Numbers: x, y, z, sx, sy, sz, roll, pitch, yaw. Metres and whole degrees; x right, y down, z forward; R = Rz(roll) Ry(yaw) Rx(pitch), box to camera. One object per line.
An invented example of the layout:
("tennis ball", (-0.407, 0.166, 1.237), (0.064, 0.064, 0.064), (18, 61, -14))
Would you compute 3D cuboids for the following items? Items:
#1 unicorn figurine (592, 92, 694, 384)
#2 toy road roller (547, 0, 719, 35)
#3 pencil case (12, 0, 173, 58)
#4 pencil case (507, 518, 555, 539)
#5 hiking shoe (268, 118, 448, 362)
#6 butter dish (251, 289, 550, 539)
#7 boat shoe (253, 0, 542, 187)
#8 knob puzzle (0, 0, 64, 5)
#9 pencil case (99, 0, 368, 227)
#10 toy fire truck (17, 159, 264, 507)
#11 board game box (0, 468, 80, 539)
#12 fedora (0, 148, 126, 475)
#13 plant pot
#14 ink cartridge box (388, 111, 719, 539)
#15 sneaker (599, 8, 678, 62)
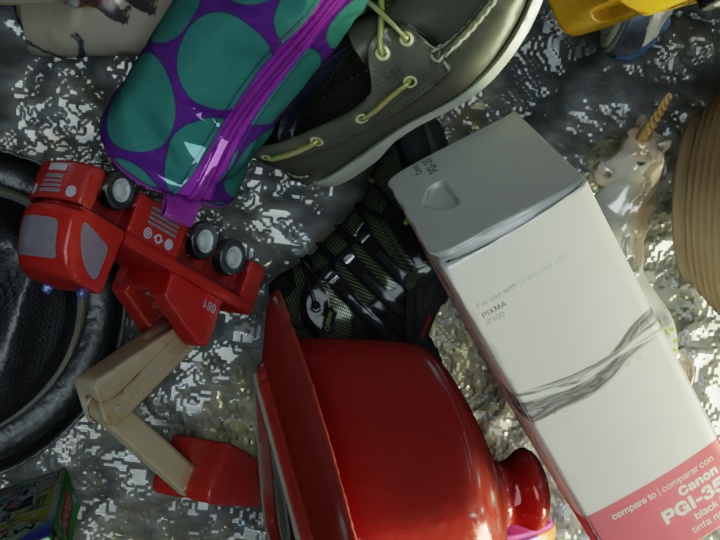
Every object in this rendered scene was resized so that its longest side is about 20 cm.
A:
("unicorn figurine", (0.138, 0.004, 0.915), (0.137, 0.074, 0.201), (-28, 116, -4))
("toy road roller", (0.172, -0.191, 0.801), (0.200, 0.146, 0.124), (-21, 91, -46))
("pencil case", (-0.100, -0.165, 0.852), (0.199, 0.078, 0.090), (-6, 109, -6))
("pencil case", (0.074, 0.239, 0.927), (0.088, 0.088, 0.201), (1, 95, -7))
("hiking shoe", (0.000, 0.000, 0.888), (0.100, 0.076, 0.201), (4, 98, -11))
("butter dish", (0.028, 0.128, 0.822), (0.147, 0.200, 0.201), (-11, 133, -10))
("boat shoe", (0.014, -0.112, 0.822), (0.060, 0.072, 0.201), (10, 142, -43))
("knob puzzle", (-0.176, -0.208, 0.809), (0.218, 0.030, 0.221), (2, 65, -5))
("pencil case", (-0.049, -0.123, 0.785), (0.085, 0.093, 0.200), (15, 126, -38))
("toy fire truck", (-0.116, 0.040, 0.854), (0.200, 0.049, 0.142), (33, 69, -46))
("board game box", (-0.255, 0.169, 0.851), (0.199, 0.135, 0.029), (-18, 99, -5))
("fedora", (-0.225, 0.031, 0.856), (0.199, 0.092, 0.202), (-1, 98, -7))
("plant pot", (0.233, -0.039, 0.878), (0.092, 0.201, 0.202), (4, 99, 27))
("ink cartridge box", (0.104, 0.034, 0.803), (0.083, 0.147, 0.201), (-29, 111, 2))
("sneaker", (0.137, -0.218, 0.877), (0.085, 0.077, 0.201), (3, 87, -12))
